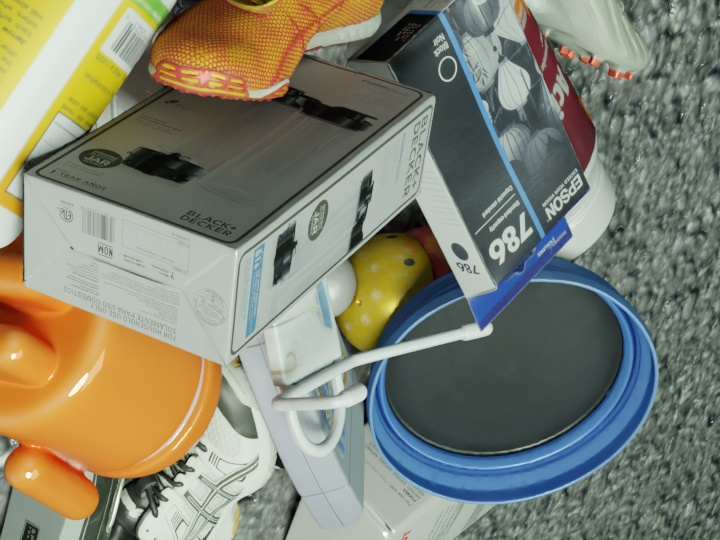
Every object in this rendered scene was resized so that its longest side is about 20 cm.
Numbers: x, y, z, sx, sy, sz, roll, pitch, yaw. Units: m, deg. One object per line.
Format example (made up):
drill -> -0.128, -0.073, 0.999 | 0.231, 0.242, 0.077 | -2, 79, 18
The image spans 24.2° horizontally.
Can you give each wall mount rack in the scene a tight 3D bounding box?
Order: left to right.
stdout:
wall mount rack -> 0.000, 0.000, 0.967 | 0.174, 0.074, 0.202 | -25, 106, -59

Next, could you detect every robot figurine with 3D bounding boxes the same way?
robot figurine -> -0.150, 0.047, 0.926 | 0.116, 0.144, 0.200 | -31, 150, 12

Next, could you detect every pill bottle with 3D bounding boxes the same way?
pill bottle -> -0.182, -0.081, 0.778 | 0.201, 0.111, 0.111 | -56, 148, -3
pill bottle -> 0.085, -0.097, 1.082 | 0.114, 0.114, 0.200 | -49, 131, -13

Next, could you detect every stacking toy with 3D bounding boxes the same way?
stacking toy -> 0.031, 0.021, 1.164 | 0.199, 0.146, 0.147 | 8, 111, -40

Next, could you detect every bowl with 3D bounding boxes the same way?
bowl -> 0.100, 0.074, 1.137 | 0.199, 0.039, 0.202 | -5, 128, -7

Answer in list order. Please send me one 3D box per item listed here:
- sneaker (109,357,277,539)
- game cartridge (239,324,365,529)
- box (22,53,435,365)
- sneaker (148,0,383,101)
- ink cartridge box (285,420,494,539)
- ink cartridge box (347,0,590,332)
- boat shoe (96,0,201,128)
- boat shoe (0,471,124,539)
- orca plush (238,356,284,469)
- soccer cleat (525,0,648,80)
sneaker -> -0.114, 0.133, 1.062 | 0.087, 0.076, 0.201 | -22, 146, -35
game cartridge -> -0.038, 0.056, 1.046 | 0.041, 0.133, 0.201 | -16, 122, 7
box -> -0.057, -0.042, 0.807 | 0.200, 0.116, 0.060 | -44, 147, -52
sneaker -> -0.045, -0.139, 0.836 | 0.200, 0.073, 0.078 | -47, 152, -54
ink cartridge box -> 0.047, 0.157, 1.284 | 0.200, 0.084, 0.145 | -33, 157, -35
ink cartridge box -> 0.074, -0.067, 0.970 | 0.099, 0.039, 0.201 | -45, 124, -26
boat shoe -> -0.098, -0.094, 0.921 | 0.072, 0.068, 0.201 | -31, 139, -36
boat shoe -> -0.190, 0.189, 1.035 | 0.063, 0.071, 0.201 | 2, 113, -53
orca plush -> -0.059, 0.082, 1.120 | 0.105, 0.071, 0.201 | -38, 143, -28
soccer cleat -> 0.160, -0.190, 1.197 | 0.199, 0.069, 0.078 | 14, 103, -54
